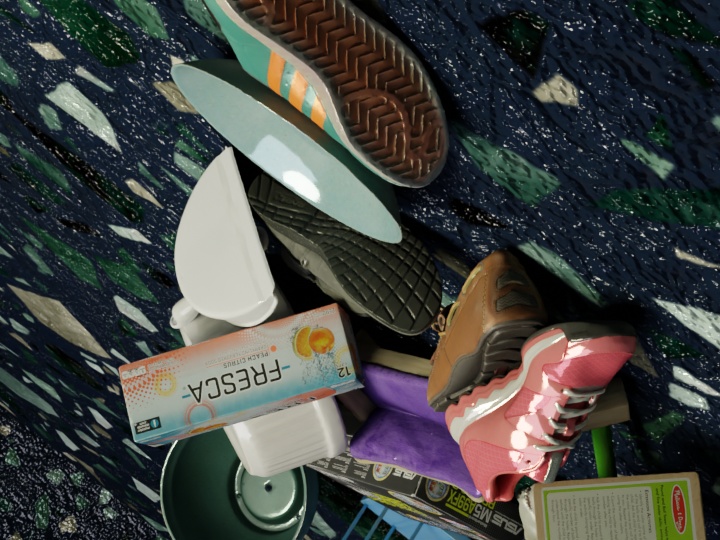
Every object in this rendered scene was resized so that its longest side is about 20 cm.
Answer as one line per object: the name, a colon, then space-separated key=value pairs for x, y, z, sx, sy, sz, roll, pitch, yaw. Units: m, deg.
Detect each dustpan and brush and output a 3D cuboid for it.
dustpan and brush: x=-0.127 y=0.002 z=1.200 sx=0.199 sy=0.057 sz=0.141 roll=-37 pitch=63 yaw=40

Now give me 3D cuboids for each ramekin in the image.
ramekin: x=-0.096 y=0.098 z=1.315 sx=0.204 sy=0.093 sz=0.203 roll=60 pitch=168 yaw=22

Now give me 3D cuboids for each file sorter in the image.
file sorter: x=0.070 y=0.373 z=1.710 sx=0.199 sy=0.123 sz=0.139 roll=38 pitch=159 yaw=-4

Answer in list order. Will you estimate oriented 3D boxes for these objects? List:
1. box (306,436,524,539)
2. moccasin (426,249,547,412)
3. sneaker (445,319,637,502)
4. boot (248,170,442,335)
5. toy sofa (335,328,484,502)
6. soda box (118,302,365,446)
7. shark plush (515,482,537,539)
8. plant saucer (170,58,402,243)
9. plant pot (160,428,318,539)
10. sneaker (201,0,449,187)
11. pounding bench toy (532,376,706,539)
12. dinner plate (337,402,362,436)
box: x=0.060 y=0.232 z=1.488 sx=0.159 sy=0.045 sz=0.199 roll=32 pitch=164 yaw=-33
moccasin: x=0.087 y=0.051 z=1.071 sx=0.072 sy=0.079 sz=0.202 roll=-7 pitch=153 yaw=-8
sneaker: x=0.139 y=0.104 z=1.011 sx=0.073 sy=0.088 sz=0.200 roll=3 pitch=149 yaw=-31
boot: x=0.000 y=0.000 z=1.120 sx=0.199 sy=0.068 sz=0.131 roll=39 pitch=167 yaw=29
toy sofa: x=0.053 y=0.125 z=1.248 sx=0.199 sy=0.098 sz=0.083 roll=10 pitch=148 yaw=51
soda box: x=-0.099 y=0.090 z=1.191 sx=0.064 sy=0.197 sz=0.069 roll=53 pitch=-159 yaw=-77
shark plush: x=0.223 y=0.278 z=1.355 sx=0.200 sy=0.091 sz=0.083 roll=44 pitch=128 yaw=-8
plant saucer: x=-0.042 y=-0.094 z=0.986 sx=0.200 sy=0.039 sz=0.201 roll=35 pitch=171 yaw=7
plant pot: x=-0.134 y=0.274 z=1.765 sx=0.199 sy=0.202 sz=0.134 roll=28 pitch=-175 yaw=20
sneaker: x=-0.024 y=-0.132 z=0.878 sx=0.200 sy=0.072 sz=0.080 roll=46 pitch=169 yaw=-22
pounding bench toy: x=0.199 y=0.193 z=1.106 sx=0.122 sy=0.203 sz=0.156 roll=-6 pitch=168 yaw=7
dinner plate: x=-0.069 y=0.142 z=1.500 sx=0.197 sy=0.025 sz=0.200 roll=18 pitch=178 yaw=1
